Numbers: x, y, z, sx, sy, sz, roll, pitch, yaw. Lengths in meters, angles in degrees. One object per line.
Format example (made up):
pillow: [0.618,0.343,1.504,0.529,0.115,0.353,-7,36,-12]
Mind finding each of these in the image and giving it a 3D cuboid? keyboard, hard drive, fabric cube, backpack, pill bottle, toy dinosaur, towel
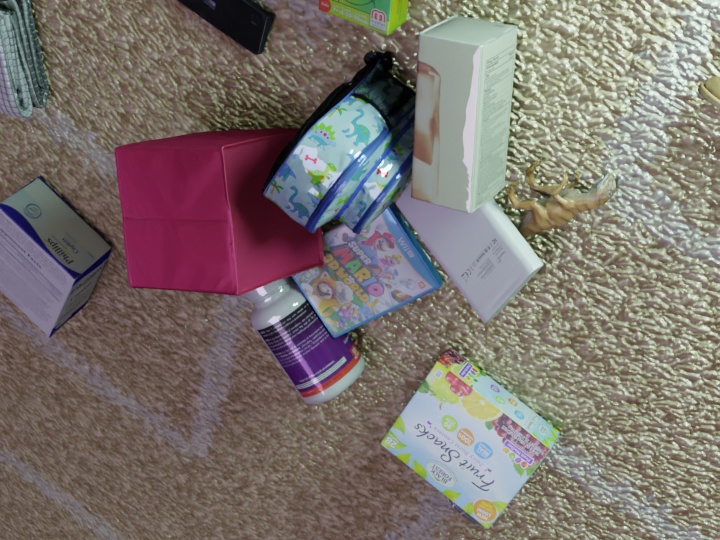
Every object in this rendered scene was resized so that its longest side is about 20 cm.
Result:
keyboard: [-0.196,-0.381,1.614,0.199,0.021,0.128,36,143,9]
hard drive: [0.135,-0.048,1.566,0.201,0.027,0.132,54,141,14]
fabric cube: [-0.189,-0.084,1.672,0.197,0.195,0.203,3,103,34]
backpack: [-0.012,-0.138,1.523,0.147,0.200,0.183,42,137,3]
pill bottle: [-0.087,0.091,1.827,0.112,0.112,0.201,-20,108,45]
toy dinosaur: [0.221,-0.070,1.497,0.106,0.060,0.199,50,138,-7]
towel: [-0.572,-0.348,1.892,0.164,0.086,0.202,21,134,26]

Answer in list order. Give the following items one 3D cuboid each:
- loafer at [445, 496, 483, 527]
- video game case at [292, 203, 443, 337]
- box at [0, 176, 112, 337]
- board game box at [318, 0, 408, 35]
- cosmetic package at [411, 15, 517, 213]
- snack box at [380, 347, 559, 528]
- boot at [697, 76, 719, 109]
loafer: [0.139,0.298,1.859,0.072,0.063,0.200,-41,96,9]
video game case: [0.000,0.000,1.723,0.199,0.018,0.144,-27,103,32]
box: [-0.543,-0.022,2.104,0.184,0.105,0.200,43,139,3]
board game box: [0.009,-0.386,1.426,0.101,0.048,0.202,25,134,21]
cosmetic package: [0.119,-0.183,1.432,0.086,0.103,0.202,16,118,27]
snack box: [0.155,0.239,1.750,0.199,0.068,0.169,38,118,9]
boot: [0.445,-0.167,1.252,0.198,0.074,0.076,25,116,15]
